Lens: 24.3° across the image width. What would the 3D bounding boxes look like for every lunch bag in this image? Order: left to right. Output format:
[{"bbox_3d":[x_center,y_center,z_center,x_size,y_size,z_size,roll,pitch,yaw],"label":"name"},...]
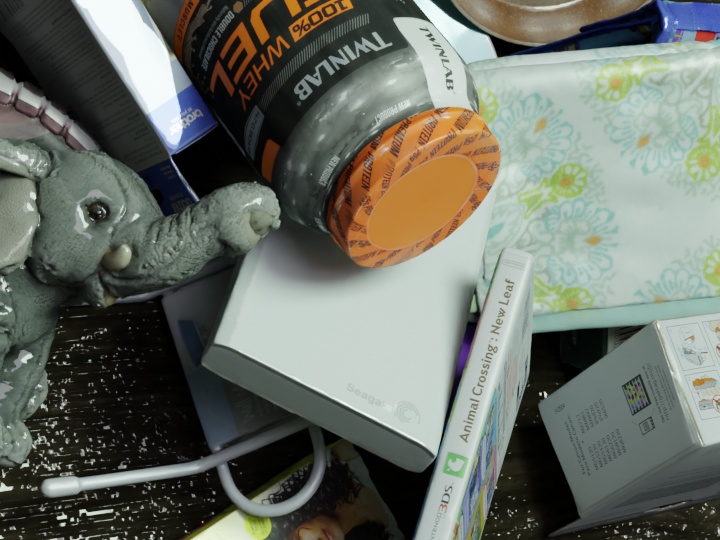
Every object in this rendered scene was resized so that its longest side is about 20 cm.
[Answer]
[{"bbox_3d":[0.207,-0.130,1.120,0.149,0.200,0.095,-1,75,-32],"label":"lunch bag"}]

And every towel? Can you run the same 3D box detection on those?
[{"bbox_3d":[0.152,-0.050,1.030,0.198,0.048,0.173,-5,111,-1],"label":"towel"}]

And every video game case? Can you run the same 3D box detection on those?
[{"bbox_3d":[0.065,0.107,0.962,0.022,0.200,0.183,15,70,10],"label":"video game case"}]

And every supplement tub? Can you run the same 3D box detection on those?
[{"bbox_3d":[-0.020,-0.105,0.885,0.122,0.123,0.200,-17,56,-34],"label":"supplement tub"}]

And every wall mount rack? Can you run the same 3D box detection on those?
[{"bbox_3d":[-0.103,0.047,0.938,0.173,0.075,0.201,-23,64,3],"label":"wall mount rack"}]

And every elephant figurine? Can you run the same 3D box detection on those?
[{"bbox_3d":[-0.164,-0.012,0.846,0.155,0.142,0.200,36,95,-21],"label":"elephant figurine"}]

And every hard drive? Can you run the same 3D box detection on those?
[{"bbox_3d":[0.000,0.000,0.921,0.131,0.026,0.201,27,46,-12],"label":"hard drive"}]

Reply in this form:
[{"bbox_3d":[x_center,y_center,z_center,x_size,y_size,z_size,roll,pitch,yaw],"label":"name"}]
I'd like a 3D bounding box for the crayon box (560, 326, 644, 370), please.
[{"bbox_3d":[0.225,-0.011,1.153,0.199,0.051,0.128,-12,109,-33],"label":"crayon box"}]

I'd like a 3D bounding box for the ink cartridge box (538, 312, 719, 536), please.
[{"bbox_3d":[0.226,0.094,1.084,0.199,0.176,0.084,-6,67,-33],"label":"ink cartridge box"}]

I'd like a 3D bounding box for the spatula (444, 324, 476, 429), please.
[{"bbox_3d":[0.101,0.038,1.107,0.200,0.020,0.057,-36,115,-38],"label":"spatula"}]

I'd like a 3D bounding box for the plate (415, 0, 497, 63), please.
[{"bbox_3d":[0.009,-0.124,1.104,0.199,0.026,0.202,10,69,-28],"label":"plate"}]

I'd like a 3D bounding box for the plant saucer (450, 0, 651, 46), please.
[{"bbox_3d":[0.135,-0.249,1.126,0.199,0.201,0.035,17,23,-26],"label":"plant saucer"}]

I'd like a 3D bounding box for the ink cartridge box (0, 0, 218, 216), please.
[{"bbox_3d":[-0.146,-0.119,0.914,0.042,0.119,0.201,-34,100,-24],"label":"ink cartridge box"}]

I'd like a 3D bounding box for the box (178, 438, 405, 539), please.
[{"bbox_3d":[-0.071,0.174,0.943,0.199,0.050,0.076,-31,91,-34],"label":"box"}]

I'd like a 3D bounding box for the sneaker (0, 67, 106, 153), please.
[{"bbox_3d":[-0.240,-0.066,0.915,0.199,0.076,0.116,35,68,-9],"label":"sneaker"}]

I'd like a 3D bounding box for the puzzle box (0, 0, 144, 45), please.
[{"bbox_3d":[-0.114,-0.181,0.982,0.200,0.025,0.133,-44,101,2],"label":"puzzle box"}]
